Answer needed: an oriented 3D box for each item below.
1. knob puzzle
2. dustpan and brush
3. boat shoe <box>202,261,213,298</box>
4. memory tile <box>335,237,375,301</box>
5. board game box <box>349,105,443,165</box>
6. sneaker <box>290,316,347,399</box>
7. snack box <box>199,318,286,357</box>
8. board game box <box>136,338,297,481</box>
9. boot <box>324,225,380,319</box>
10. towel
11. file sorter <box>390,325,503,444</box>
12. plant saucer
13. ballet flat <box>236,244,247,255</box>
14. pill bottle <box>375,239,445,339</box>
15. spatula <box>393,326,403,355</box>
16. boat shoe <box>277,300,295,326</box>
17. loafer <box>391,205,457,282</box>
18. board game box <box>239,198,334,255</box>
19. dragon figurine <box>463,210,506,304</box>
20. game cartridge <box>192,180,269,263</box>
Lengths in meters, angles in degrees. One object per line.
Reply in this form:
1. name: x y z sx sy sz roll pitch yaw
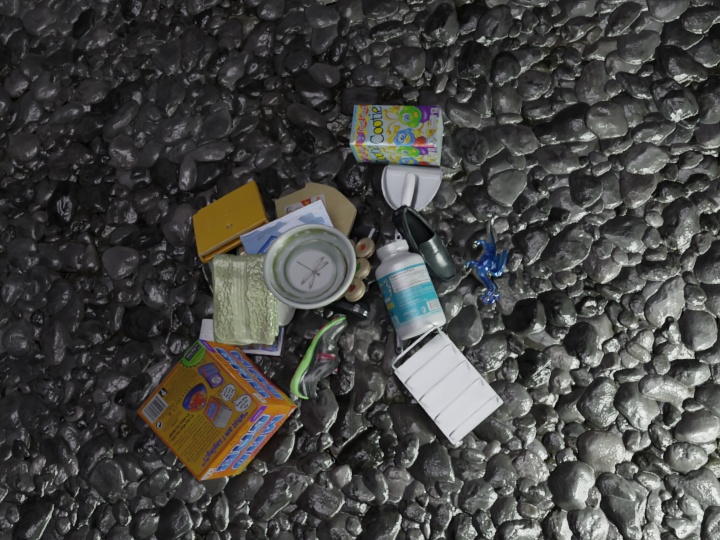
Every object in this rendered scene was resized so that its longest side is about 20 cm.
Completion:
1. knob puzzle: -0.095 -0.108 1.786 0.219 0.030 0.221 -5 79 25
2. dustpan and brush: 0.105 -0.153 1.756 0.139 0.057 0.201 7 78 13
3. boat shoe: -0.308 0.048 1.782 0.064 0.070 0.201 -44 63 38
4. memory tile: -0.063 -0.002 1.685 0.199 0.017 0.154 -4 59 35
5. board game box: 0.085 -0.313 1.783 0.199 0.103 0.105 3 75 12
6. sneaker: -0.079 0.193 1.696 0.084 0.077 0.201 29 84 0
7. snack box: -0.271 0.154 1.761 0.199 0.024 0.072 3 74 12
8. board game box: -0.296 0.292 1.622 0.200 0.200 0.200 42 92 19
9. boot: -0.001 0.000 1.698 0.165 0.066 0.201 11 71 53
10. towel: -0.252 0.062 1.675 0.148 0.036 0.201 -1 90 5
11. file sorter: 0.176 0.234 1.597 0.139 0.125 0.200 -40 71 -1
12. plant saucer: -0.106 -0.004 1.643 0.199 0.050 0.201 -2 64 5
13. ballet flat: -0.242 0.002 1.743 0.065 0.070 0.201 -10 73 21
14. pill bottle: 0.100 0.039 1.655 0.110 0.111 0.201 -21 82 5
15. spatula: 0.082 0.088 1.712 0.056 0.021 0.201 -2 74 6
16. boat shoe: -0.197 0.032 1.762 0.068 0.072 0.201 -22 72 46
17. loafer: 0.143 -0.057 1.687 0.068 0.070 0.201 -39 95 -15
18. board game box: -0.155 -0.070 1.697 0.199 0.019 0.103 -24 91 1
19. dragon figurine: 0.289 -0.023 1.682 0.099 0.059 0.201 23 80 16
20. game cartridge: -0.303 -0.116 1.790 0.176 0.033 0.200 -28 34 3
